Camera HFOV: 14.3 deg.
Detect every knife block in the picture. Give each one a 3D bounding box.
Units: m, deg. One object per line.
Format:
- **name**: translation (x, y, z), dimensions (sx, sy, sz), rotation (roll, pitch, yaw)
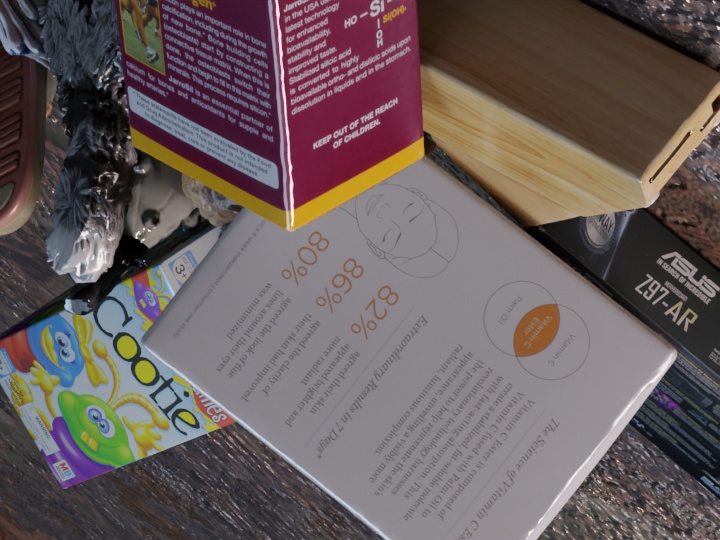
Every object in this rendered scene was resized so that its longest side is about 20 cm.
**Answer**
- **knife block**: translation (0.050, -0.101, 1.267), dimensions (0.176, 0.064, 0.200), rotation (43, 165, -13)

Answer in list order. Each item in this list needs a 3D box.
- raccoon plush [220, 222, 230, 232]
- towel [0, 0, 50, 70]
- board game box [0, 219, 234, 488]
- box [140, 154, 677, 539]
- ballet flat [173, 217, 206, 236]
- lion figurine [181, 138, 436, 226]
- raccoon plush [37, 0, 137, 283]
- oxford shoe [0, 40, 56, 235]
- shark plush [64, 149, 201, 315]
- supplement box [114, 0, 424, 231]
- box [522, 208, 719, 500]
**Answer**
- **raccoon plush**: translation (-0.027, -0.038, 1.611), dimensions (0.200, 0.097, 0.134), rotation (61, -174, 26)
- **towel**: translation (-0.172, -0.156, 1.481), dimensions (0.147, 0.024, 0.200), rotation (61, -172, 11)
- **board game box**: translation (-0.116, 0.043, 1.700), dimensions (0.200, 0.103, 0.105), rotation (-24, 98, 49)
- **box**: translation (0.025, 0.039, 1.348), dimensions (0.200, 0.152, 0.106), rotation (38, 180, 6)
- **ballet flat**: translation (-0.049, 0.008, 1.781), dimensions (0.200, 0.069, 0.063), rotation (26, -166, 15)
- **lion figurine**: translation (0.000, 0.000, 1.441), dimensions (0.200, 0.122, 0.072), rotation (60, 150, 13)
- **raccoon plush**: translation (-0.080, -0.091, 1.361), dimensions (0.134, 0.200, 0.097), rotation (8, -170, -35)
- **oxford shoe**: translation (-0.181, -0.091, 1.489), dimensions (0.074, 0.071, 0.200), rotation (45, -151, -45)
- **shark plush**: translation (-0.126, -0.027, 1.640), dimensions (0.083, 0.200, 0.091), rotation (-34, 121, 28)
- **supplement box**: translation (-0.042, -0.134, 1.215), dimensions (0.110, 0.086, 0.200), rotation (28, 135, 37)
- **box**: translation (0.159, 0.043, 1.451), dimensions (0.200, 0.044, 0.160), rotation (40, 164, 1)
